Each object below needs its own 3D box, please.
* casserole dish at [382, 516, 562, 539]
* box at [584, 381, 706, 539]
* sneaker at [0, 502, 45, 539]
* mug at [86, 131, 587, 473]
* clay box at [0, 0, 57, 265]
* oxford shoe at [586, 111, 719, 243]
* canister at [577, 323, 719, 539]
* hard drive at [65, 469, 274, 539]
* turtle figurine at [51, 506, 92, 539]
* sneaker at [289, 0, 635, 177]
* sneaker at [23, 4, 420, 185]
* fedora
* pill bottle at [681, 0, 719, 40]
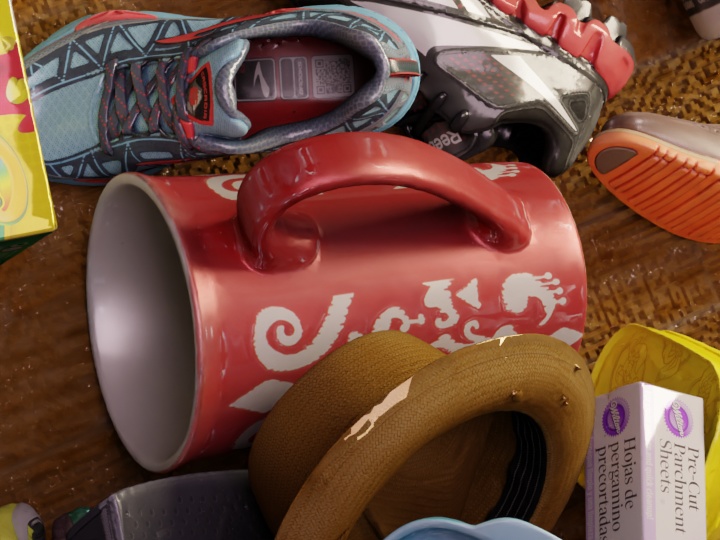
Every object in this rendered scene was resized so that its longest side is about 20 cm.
[{"bbox_3d":[0.027,0.185,1.191,0.121,0.039,0.200,27,103,-7],"label":"casserole dish"},{"bbox_3d":[0.124,0.150,1.262,0.041,0.039,0.200,17,64,-34],"label":"box"},{"bbox_3d":[-0.225,0.145,1.253,0.200,0.075,0.076,-30,83,-28],"label":"sneaker"},{"bbox_3d":[0.000,0.012,1.307,0.200,0.177,0.134,-6,87,-26],"label":"mug"},{"bbox_3d":[-0.185,-0.103,1.279,0.048,0.115,0.200,-12,86,-21],"label":"clay box"},{"bbox_3d":[0.200,-0.053,1.449,0.200,0.071,0.073,15,67,-26],"label":"oxford shoe"},{"bbox_3d":[0.219,0.099,1.387,0.200,0.149,0.087,17,94,-20],"label":"canister"},{"bbox_3d":[-0.054,0.155,1.259,0.200,0.042,0.135,4,72,-62],"label":"hard drive"},{"bbox_3d":[-0.114,0.213,1.263,0.150,0.101,0.200,50,44,-55],"label":"turtle figurine"},{"bbox_3d":[0.032,-0.105,1.384,0.200,0.071,0.098,25,72,-17],"label":"sneaker"},{"bbox_3d":[-0.073,-0.085,1.308,0.200,0.096,0.079,-11,93,1],"label":"sneaker"},{"bbox_3d":[0.011,0.088,1.243,0.200,0.201,0.082,-32,57,-22],"label":"fedora"},{"bbox_3d":[0.179,-0.224,1.436,0.111,0.111,0.200,-23,91,-22],"label":"pill bottle"}]
